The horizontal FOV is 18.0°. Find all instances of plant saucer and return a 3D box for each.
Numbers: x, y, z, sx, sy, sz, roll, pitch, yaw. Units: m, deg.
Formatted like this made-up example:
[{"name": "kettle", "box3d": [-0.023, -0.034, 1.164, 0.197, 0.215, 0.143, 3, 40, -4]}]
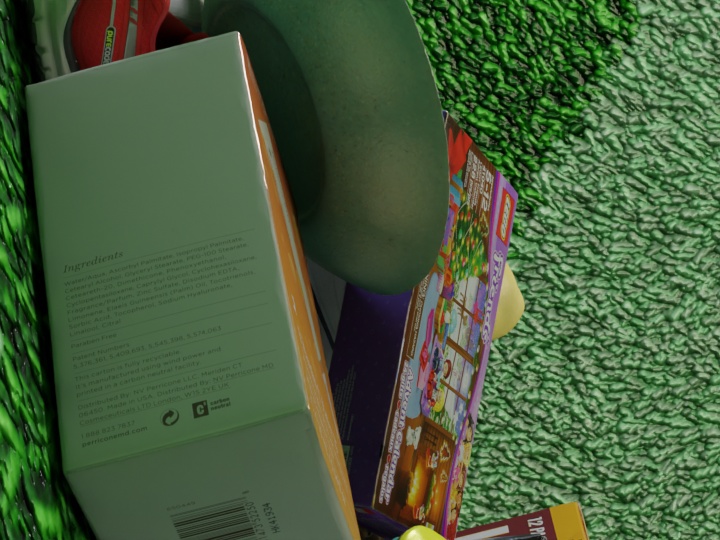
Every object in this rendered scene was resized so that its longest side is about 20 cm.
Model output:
[{"name": "plant saucer", "box3d": [-0.029, -0.078, 1.050, 0.201, 0.038, 0.202, 43, -35, 42]}]

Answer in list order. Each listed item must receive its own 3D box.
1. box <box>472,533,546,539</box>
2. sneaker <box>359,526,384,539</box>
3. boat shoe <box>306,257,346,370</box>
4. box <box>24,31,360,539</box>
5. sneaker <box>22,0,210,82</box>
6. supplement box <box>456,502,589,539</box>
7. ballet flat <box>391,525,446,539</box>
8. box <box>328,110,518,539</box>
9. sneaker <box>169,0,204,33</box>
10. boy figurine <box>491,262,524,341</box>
[{"name": "box", "box3d": [0.023, 0.212, 1.056, 0.200, 0.085, 0.165, 9, 74, -63]}, {"name": "sneaker", "box3d": [-0.005, 0.117, 1.359, 0.075, 0.070, 0.202, 6, 88, -49]}, {"name": "boat shoe", "box3d": [-0.001, -0.004, 1.231, 0.203, 0.085, 0.075, 70, 5, -53]}, {"name": "box", "box3d": [-0.069, 0.023, 0.936, 0.125, 0.097, 0.201, 73, 4, -52]}, {"name": "sneaker", "box3d": [-0.092, -0.068, 1.052, 0.201, 0.084, 0.077, 71, 6, -52]}, {"name": "supplement box", "box3d": [0.087, 0.298, 1.570, 0.133, 0.195, 0.201, -98, 174, -64]}, {"name": "ballet flat", "box3d": [0.070, 0.198, 0.982, 0.067, 0.067, 0.202, -43, 119, -54]}, {"name": "box", "box3d": [0.030, 0.033, 1.159, 0.137, 0.039, 0.202, 39, 59, -66]}, {"name": "sneaker", "box3d": [-0.094, -0.074, 1.163, 0.200, 0.073, 0.083, 67, 6, -66]}, {"name": "boy figurine", "box3d": [0.016, -0.037, 1.292, 0.200, 0.124, 0.065, 52, 43, -14]}]
